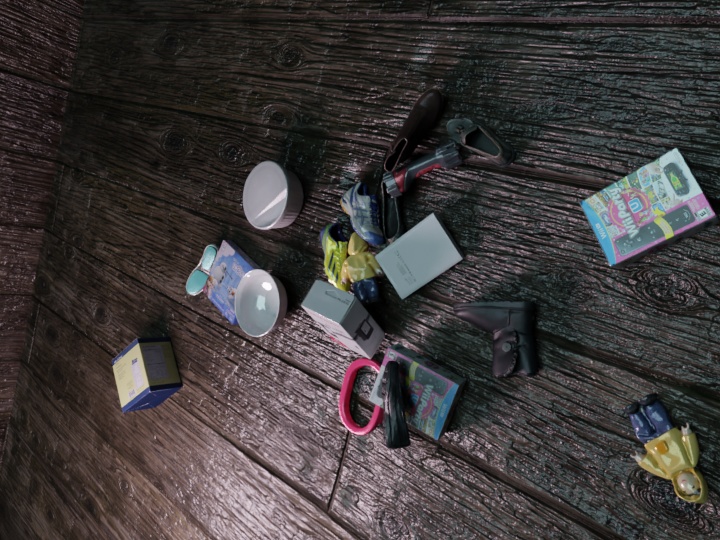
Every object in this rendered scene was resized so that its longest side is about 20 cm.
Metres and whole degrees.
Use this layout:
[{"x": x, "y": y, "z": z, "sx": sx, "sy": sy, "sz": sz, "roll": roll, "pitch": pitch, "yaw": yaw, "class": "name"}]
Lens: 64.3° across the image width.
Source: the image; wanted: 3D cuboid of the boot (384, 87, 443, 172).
[{"x": 0.132, "y": -0.341, "z": 1.401, "sx": 0.072, "sy": 0.167, "sz": 0.201, "roll": 32, "pitch": 121, "yaw": -3, "class": "boot"}]

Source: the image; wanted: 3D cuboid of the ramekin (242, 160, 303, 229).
[{"x": -0.260, "y": -0.222, "z": 1.742, "sx": 0.200, "sy": 0.094, "sz": 0.207, "roll": -4, "pitch": 84, "yaw": 37, "class": "ramekin"}]

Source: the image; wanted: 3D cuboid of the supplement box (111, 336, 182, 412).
[{"x": -0.777, "y": 0.375, "z": 2.076, "sx": 0.199, "sy": 0.133, "sz": 0.202, "roll": -35, "pitch": 67, "yaw": 31, "class": "supplement box"}]

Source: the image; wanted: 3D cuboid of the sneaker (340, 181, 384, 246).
[{"x": 0.016, "y": -0.155, "z": 1.529, "sx": 0.088, "sy": 0.075, "sz": 0.201, "roll": -46, "pitch": 57, "yaw": 22, "class": "sneaker"}]

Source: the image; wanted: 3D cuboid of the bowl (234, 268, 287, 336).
[{"x": -0.285, "y": 0.098, "z": 1.741, "sx": 0.198, "sy": 0.090, "sz": 0.205, "roll": -3, "pitch": 86, "yaw": 38, "class": "bowl"}]

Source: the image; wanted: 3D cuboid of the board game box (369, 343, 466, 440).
[{"x": 0.137, "y": 0.291, "z": 1.393, "sx": 0.198, "sy": 0.064, "sz": 0.150, "roll": 25, "pitch": 102, "yaw": 24, "class": "board game box"}]

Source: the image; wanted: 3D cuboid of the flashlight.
[{"x": 0.155, "y": -0.247, "z": 1.418, "sx": 0.197, "sy": 0.068, "sz": 0.069, "roll": -21, "pitch": 83, "yaw": 16, "class": "flashlight"}]

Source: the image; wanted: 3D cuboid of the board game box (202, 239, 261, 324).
[{"x": -0.421, "y": 0.037, "z": 1.881, "sx": 0.199, "sy": 0.043, "sz": 0.201, "roll": 38, "pitch": 108, "yaw": 34, "class": "board game box"}]

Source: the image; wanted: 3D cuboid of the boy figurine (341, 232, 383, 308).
[{"x": 0.000, "y": 0.000, "z": 1.531, "sx": 0.123, "sy": 0.064, "sz": 0.203, "roll": -21, "pitch": 71, "yaw": 21, "class": "boy figurine"}]

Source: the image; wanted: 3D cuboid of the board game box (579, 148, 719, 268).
[{"x": 0.554, "y": -0.115, "z": 1.109, "sx": 0.199, "sy": 0.064, "sz": 0.150, "roll": -32, "pitch": 68, "yaw": 33, "class": "board game box"}]

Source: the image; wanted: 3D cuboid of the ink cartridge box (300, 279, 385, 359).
[{"x": -0.043, "y": 0.127, "z": 1.474, "sx": 0.144, "sy": 0.201, "sz": 0.084, "roll": 21, "pitch": 69, "yaw": 37, "class": "ink cartridge box"}]

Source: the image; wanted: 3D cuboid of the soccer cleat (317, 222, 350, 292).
[{"x": -0.062, "y": -0.039, "z": 1.592, "sx": 0.083, "sy": 0.064, "sz": 0.203, "roll": -30, "pitch": 68, "yaw": 35, "class": "soccer cleat"}]

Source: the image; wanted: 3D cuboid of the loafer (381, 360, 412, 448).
[{"x": 0.087, "y": 0.316, "z": 1.355, "sx": 0.068, "sy": 0.069, "sz": 0.205, "roll": 141, "pitch": 128, "yaw": -80, "class": "loafer"}]

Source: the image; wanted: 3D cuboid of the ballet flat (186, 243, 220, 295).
[{"x": -0.530, "y": -0.005, "z": 1.961, "sx": 0.069, "sy": 0.069, "sz": 0.202, "roll": 42, "pitch": 110, "yaw": 32, "class": "ballet flat"}]

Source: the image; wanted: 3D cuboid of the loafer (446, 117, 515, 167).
[{"x": 0.275, "y": -0.313, "z": 1.350, "sx": 0.200, "sy": 0.062, "sz": 0.073, "roll": 41, "pitch": 110, "yaw": 33, "class": "loafer"}]

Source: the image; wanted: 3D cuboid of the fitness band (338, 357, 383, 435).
[{"x": 0.010, "y": 0.335, "z": 1.530, "sx": 0.142, "sy": 0.037, "sz": 0.204, "roll": 19, "pitch": 97, "yaw": 40, "class": "fitness band"}]

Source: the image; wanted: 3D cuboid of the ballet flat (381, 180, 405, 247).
[{"x": 0.077, "y": -0.138, "z": 1.496, "sx": 0.066, "sy": 0.056, "sz": 0.204, "roll": -12, "pitch": 80, "yaw": 37, "class": "ballet flat"}]

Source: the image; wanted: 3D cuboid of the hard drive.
[{"x": 0.145, "y": -0.035, "z": 1.431, "sx": 0.199, "sy": 0.027, "sz": 0.133, "roll": -36, "pitch": 85, "yaw": 31, "class": "hard drive"}]

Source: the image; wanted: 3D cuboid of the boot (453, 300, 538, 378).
[{"x": 0.300, "y": 0.155, "z": 1.287, "sx": 0.197, "sy": 0.076, "sz": 0.172, "roll": -2, "pitch": 81, "yaw": 32, "class": "boot"}]

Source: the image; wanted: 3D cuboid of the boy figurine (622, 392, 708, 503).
[{"x": 0.571, "y": 0.339, "z": 1.072, "sx": 0.124, "sy": 0.064, "sz": 0.203, "roll": -35, "pitch": 63, "yaw": 28, "class": "boy figurine"}]
